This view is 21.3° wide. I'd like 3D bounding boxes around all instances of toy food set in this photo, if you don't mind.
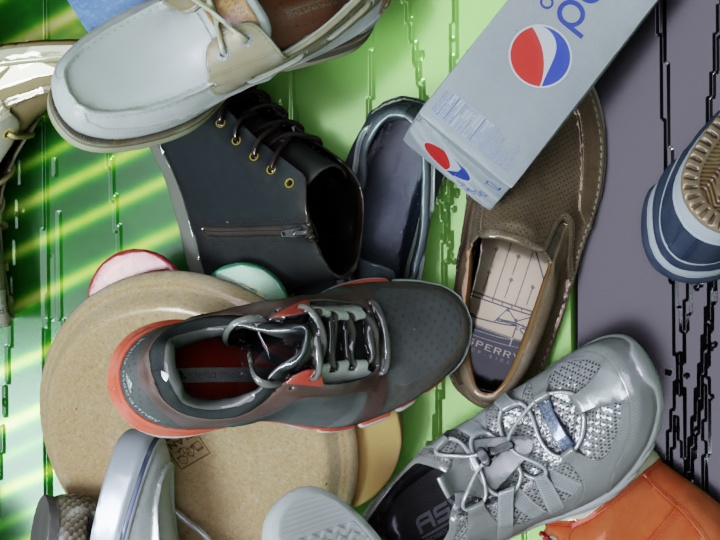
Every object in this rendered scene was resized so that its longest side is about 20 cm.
[{"bbox_3d":[-0.089,0.085,1.066,0.198,0.049,0.200,42,119,0],"label":"toy food set"}]

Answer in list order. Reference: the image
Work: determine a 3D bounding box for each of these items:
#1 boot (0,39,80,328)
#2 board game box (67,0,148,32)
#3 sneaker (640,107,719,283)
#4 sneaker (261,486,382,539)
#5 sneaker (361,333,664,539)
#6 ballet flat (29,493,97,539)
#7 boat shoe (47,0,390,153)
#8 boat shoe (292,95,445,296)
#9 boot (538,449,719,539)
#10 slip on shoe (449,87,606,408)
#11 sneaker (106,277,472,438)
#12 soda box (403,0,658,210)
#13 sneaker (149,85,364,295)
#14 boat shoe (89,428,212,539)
[{"bbox_3d":[-0.213,-0.045,1.098,0.198,0.072,0.156,-13,88,15],"label":"boot"},{"bbox_3d":[-0.070,-0.216,1.041,0.199,0.136,0.035,-26,124,9],"label":"board game box"},{"bbox_3d":[0.223,-0.074,1.029,0.070,0.109,0.200,42,67,9],"label":"sneaker"},{"bbox_3d":[-0.022,0.203,1.033,0.074,0.118,0.201,-36,111,-30],"label":"sneaker"},{"bbox_3d":[0.076,0.107,1.005,0.200,0.082,0.075,-43,66,29],"label":"sneaker"},{"bbox_3d":[-0.174,0.218,1.090,0.046,0.067,0.202,5,109,-22],"label":"ballet flat"},{"bbox_3d":[-0.071,-0.126,0.990,0.199,0.068,0.075,-29,79,-27],"label":"boat shoe"},{"bbox_3d":[0.000,0.000,1.065,0.072,0.062,0.201,19,95,8],"label":"boat shoe"},{"bbox_3d":[0.119,0.188,1.050,0.200,0.075,0.107,-44,78,2],"label":"boot"},{"bbox_3d":[0.087,-0.023,1.050,0.075,0.061,0.202,15,94,9],"label":"slip on shoe"},{"bbox_3d":[-0.024,0.045,0.969,0.199,0.082,0.078,-12,85,-23],"label":"sneaker"},{"bbox_3d":[0.109,-0.131,1.012,0.063,0.068,0.200,38,80,1],"label":"soda box"},{"bbox_3d":[-0.062,-0.082,1.049,0.106,0.075,0.201,-13,99,45],"label":"sneaker"},{"bbox_3d":[-0.100,0.187,1.035,0.085,0.075,0.204,8,102,11],"label":"boat shoe"}]
